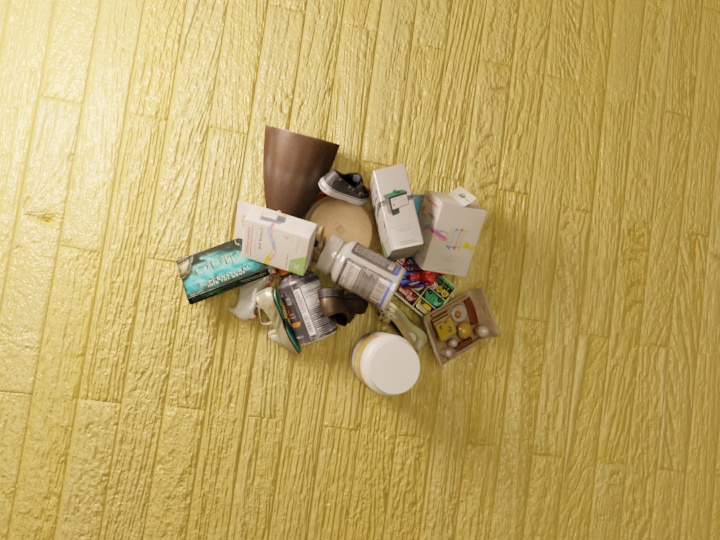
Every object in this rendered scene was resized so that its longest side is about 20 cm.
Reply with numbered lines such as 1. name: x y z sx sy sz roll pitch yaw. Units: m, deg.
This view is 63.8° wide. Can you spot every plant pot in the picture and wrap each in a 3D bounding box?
1. plant pot: -0.164 -0.234 1.420 0.185 0.187 0.202 13 100 -11

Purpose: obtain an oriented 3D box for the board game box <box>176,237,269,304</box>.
1. board game box: -0.334 -0.007 1.397 0.199 0.028 0.136 -21 51 -13

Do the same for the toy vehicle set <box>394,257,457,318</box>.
1. toy vehicle set: 0.145 0.031 1.539 0.200 0.027 0.125 39 81 -8

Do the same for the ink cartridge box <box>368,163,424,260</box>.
1. ink cartridge box: 0.083 -0.137 1.408 0.084 0.146 0.202 -12 81 -6

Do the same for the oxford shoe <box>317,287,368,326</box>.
1. oxford shoe: -0.042 0.098 1.427 0.072 0.200 0.085 -15 75 29

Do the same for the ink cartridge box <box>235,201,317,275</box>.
1. ink cartridge box: -0.211 -0.076 1.357 0.198 0.118 0.068 17 39 4

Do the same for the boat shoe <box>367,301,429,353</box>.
1. boat shoe: 0.089 0.138 1.501 0.201 0.073 0.063 43 75 -15

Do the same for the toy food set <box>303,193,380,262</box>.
1. toy food set: -0.055 -0.103 1.491 0.198 0.049 0.200 39 81 -8

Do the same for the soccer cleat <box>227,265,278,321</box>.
1. soccer cleat: -0.260 0.027 1.435 0.077 0.069 0.201 24 84 -2

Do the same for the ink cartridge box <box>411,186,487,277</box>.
1. ink cartridge box: 0.217 -0.107 1.450 0.124 0.129 0.202 9 109 -17

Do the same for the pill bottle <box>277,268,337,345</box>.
1. pill bottle: -0.138 0.074 1.437 0.106 0.106 0.201 -21 91 -12

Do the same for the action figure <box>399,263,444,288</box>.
1. action figure: 0.121 0.016 1.494 0.198 0.052 0.066 -6 93 -5

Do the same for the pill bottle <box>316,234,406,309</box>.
1. pill bottle: 0.000 0.000 1.404 0.199 0.114 0.114 28 82 4

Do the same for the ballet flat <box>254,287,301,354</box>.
1. ballet flat: -0.207 0.131 1.422 0.069 0.069 0.201 -25 117 -12

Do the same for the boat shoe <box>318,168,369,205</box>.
1. boat shoe: -0.026 -0.215 1.434 0.066 0.199 0.070 -45 64 23

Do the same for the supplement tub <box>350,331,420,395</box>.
1. supplement tub: 0.059 0.227 1.424 0.143 0.200 0.146 0 88 -11

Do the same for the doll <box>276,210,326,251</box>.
1. doll: -0.187 -0.096 1.412 0.198 0.137 0.049 8 58 9

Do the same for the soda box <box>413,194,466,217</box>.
1. soda box: 0.198 -0.163 1.539 0.198 0.064 0.068 0 88 -12

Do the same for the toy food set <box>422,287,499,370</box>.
1. toy food set: 0.265 0.152 1.523 0.199 0.060 0.144 -26 100 -22
